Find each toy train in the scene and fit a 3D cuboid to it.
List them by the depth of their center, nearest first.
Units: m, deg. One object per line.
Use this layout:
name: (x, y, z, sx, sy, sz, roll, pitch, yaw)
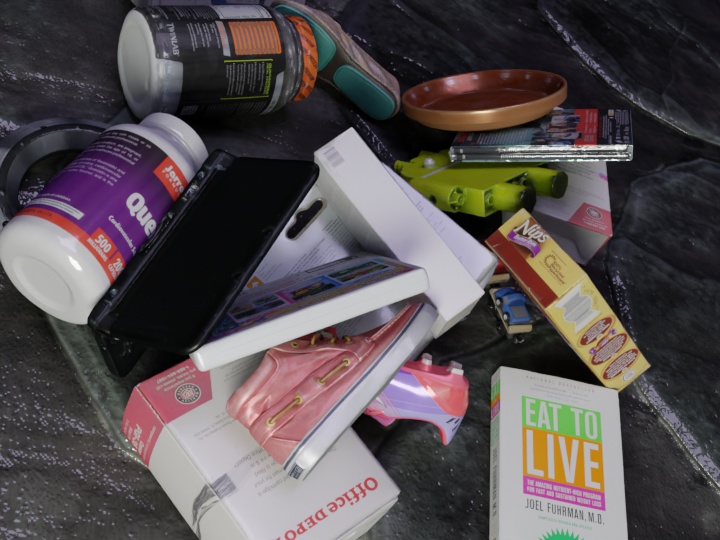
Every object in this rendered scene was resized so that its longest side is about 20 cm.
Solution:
toy train: (0.146, -0.008, 1.160, 0.034, 0.046, 0.201, -2, 55, -27)

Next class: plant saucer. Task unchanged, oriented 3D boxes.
plant saucer: (0.150, -0.206, 1.253, 0.199, 0.032, 0.200, -6, 22, 2)

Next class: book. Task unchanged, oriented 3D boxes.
book: (0.192, 0.201, 1.020, 0.133, 0.048, 0.201, 15, 52, -12)

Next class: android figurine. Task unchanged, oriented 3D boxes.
android figurine: (0.128, -0.106, 1.172, 0.182, 0.041, 0.200, -25, 31, -38)

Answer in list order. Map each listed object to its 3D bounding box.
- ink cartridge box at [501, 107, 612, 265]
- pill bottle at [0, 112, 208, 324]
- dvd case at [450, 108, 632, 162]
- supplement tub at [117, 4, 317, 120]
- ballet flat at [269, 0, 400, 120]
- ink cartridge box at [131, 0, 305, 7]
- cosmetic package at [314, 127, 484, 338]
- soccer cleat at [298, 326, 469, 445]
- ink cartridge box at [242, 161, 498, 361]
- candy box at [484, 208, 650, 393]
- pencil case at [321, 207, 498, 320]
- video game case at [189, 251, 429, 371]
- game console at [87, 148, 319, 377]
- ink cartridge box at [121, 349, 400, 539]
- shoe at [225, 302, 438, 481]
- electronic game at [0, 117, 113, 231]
ink cartridge box: (0.239, -0.114, 1.277, 0.116, 0.068, 0.201, 17, 49, -12)
pill bottle: (-0.221, -0.054, 0.927, 0.112, 0.113, 0.200, 33, 53, 2)
dvd case: (0.212, -0.158, 1.194, 0.199, 0.022, 0.146, 2, 25, 12)
supplement tub: (-0.156, -0.231, 1.142, 0.199, 0.123, 0.123, -9, 58, -31)
ballet flat: (-0.029, -0.262, 1.256, 0.200, 0.068, 0.067, 42, 38, -18)
ink cartridge box: (-0.179, -0.362, 1.236, 0.199, 0.088, 0.145, -5, 35, -31)
cosmetic package: (0.033, -0.035, 0.979, 0.051, 0.083, 0.200, -36, 80, -14)
soccer cleat: (0.002, 0.102, 0.953, 0.199, 0.077, 0.067, 14, 3, 3)
ink cartridge box: (0.000, 0.000, 1.030, 0.200, 0.043, 0.196, 40, 77, 9)
candy box: (0.215, 0.036, 1.058, 0.200, 0.056, 0.117, 43, 9, -45)
pencil case: (0.052, -0.033, 1.108, 0.200, 0.083, 0.091, 36, 3, 5)
video game case: (-0.060, 0.030, 0.901, 0.199, 0.182, 0.024, -19, 101, -13)
game console: (-0.128, 0.004, 0.890, 0.116, 0.176, 0.200, 27, 64, 12)
ink cartridge box: (-0.087, 0.163, 0.883, 0.146, 0.083, 0.200, -25, 67, -38)
shoe: (-0.021, 0.076, 0.868, 0.091, 0.072, 0.200, 40, 60, 8)
electronic game: (-0.271, -0.065, 1.006, 0.199, 0.042, 0.201, 12, 58, -20)
